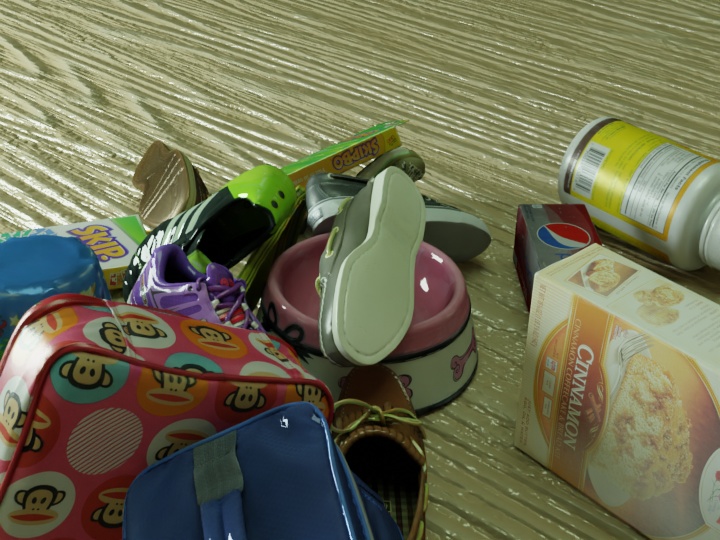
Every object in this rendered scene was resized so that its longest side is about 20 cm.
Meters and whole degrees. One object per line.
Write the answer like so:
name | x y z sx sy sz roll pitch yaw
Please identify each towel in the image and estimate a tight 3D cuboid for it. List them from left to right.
towel | -0.085 0.006 0.916 0.018 0.087 0.201 20 33 4

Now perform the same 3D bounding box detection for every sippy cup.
sippy cup | -0.234 0.050 0.778 0.175 0.132 0.140 11 31 18

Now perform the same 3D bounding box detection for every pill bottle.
pill bottle | 0.302 -0.072 1.052 0.108 0.111 0.199 -21 39 -34

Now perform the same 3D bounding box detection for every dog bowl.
dog bowl | 0.004 0.036 0.884 0.197 0.075 0.201 2 31 -1

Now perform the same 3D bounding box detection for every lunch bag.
lunch bag | -0.127 0.116 0.630 0.198 0.178 0.082 15 16 -37
lunch bag | -0.046 0.177 0.537 0.135 0.133 0.201 -27 38 5

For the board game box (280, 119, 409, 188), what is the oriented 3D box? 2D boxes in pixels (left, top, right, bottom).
board game box | -0.045 -0.104 1.069 0.198 0.030 0.095 -28 12 -9

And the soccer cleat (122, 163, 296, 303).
soccer cleat | -0.135 -0.016 0.874 0.199 0.068 0.081 -36 17 26

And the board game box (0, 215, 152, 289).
board game box | -0.274 -0.009 0.969 0.197 0.030 0.096 -8 32 -22

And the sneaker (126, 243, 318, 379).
sneaker | -0.100 0.045 0.766 0.199 0.084 0.080 33 22 30

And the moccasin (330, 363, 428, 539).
moccasin | 0.011 0.130 0.713 0.072 0.079 0.202 5 34 1

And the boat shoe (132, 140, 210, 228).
boat shoe | -0.176 -0.074 1.048 0.072 0.073 0.200 33 3 -26

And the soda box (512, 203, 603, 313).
soda box | 0.186 0.013 0.946 0.069 0.064 0.201 1 32 -2

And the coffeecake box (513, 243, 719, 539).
coffeecake box | 0.207 0.097 0.720 0.072 0.155 0.199 -23 39 -35

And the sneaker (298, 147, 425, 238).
sneaker | 0.020 -0.056 1.069 0.089 0.077 0.200 46 41 7

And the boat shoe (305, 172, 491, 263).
boat shoe | 0.038 -0.052 0.985 0.198 0.069 0.057 8 52 -33

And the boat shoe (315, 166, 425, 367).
boat shoe | 0.002 0.002 0.810 0.060 0.072 0.203 -27 30 34
